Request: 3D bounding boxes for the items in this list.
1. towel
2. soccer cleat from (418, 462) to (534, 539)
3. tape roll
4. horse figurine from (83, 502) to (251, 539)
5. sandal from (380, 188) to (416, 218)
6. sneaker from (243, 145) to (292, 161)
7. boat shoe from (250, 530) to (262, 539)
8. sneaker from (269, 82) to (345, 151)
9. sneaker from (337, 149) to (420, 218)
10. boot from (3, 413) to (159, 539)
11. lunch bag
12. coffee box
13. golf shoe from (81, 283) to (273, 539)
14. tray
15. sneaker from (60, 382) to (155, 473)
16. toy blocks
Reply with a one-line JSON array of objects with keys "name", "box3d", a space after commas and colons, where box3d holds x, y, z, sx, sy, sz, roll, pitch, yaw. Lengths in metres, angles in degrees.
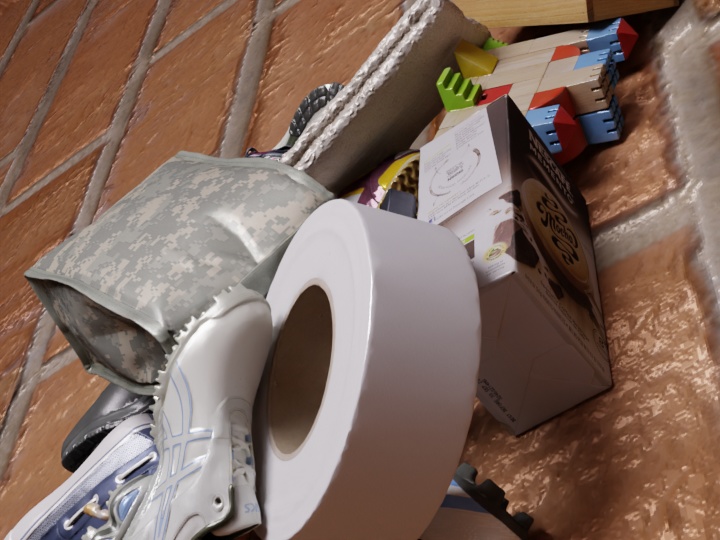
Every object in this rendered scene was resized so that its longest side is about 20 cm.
[{"name": "towel", "box3d": [0.023, -0.136, 1.116, 0.200, 0.035, 0.132, -49, -19, 13]}, {"name": "soccer cleat", "box3d": [0.024, 0.144, 0.831, 0.087, 0.070, 0.200, -49, 27, -8]}, {"name": "tape roll", "box3d": [-0.006, 0.064, 0.791, 0.202, 0.070, 0.206, -167, 90, -69]}, {"name": "horse figurine", "box3d": [-0.087, 0.131, 0.891, 0.131, 0.050, 0.200, 9, 42, 38]}, {"name": "sandal", "box3d": [0.000, -0.001, 0.985, 0.201, 0.042, 0.077, 110, 171, -59]}, {"name": "sneaker", "box3d": [-0.099, -0.069, 1.201, 0.198, 0.076, 0.081, -20, 26, -19]}, {"name": "boat shoe", "box3d": [-0.096, 0.207, 0.902, 0.199, 0.074, 0.076, -34, 29, 18]}, {"name": "sneaker", "box3d": [-0.054, -0.097, 1.302, 0.200, 0.077, 0.088, -42, -12, 23]}, {"name": "sneaker", "box3d": [-0.006, -0.020, 1.112, 0.200, 0.075, 0.090, -42, 18, -8]}, {"name": "boot", "box3d": [-0.199, 0.205, 1.000, 0.201, 0.073, 0.090, -51, 41, 5]}, {"name": "lunch bag", "box3d": [-0.114, 0.005, 0.946, 0.164, 0.119, 0.199, -41, 27, -24]}, {"name": "coffee box", "box3d": [0.099, -0.009, 0.896, 0.079, 0.113, 0.201, -30, 31, 24]}, {"name": "golf shoe", "box3d": [-0.083, 0.113, 0.798, 0.096, 0.078, 0.203, 22, 90, 33]}, {"name": "tray", "box3d": [0.164, -0.231, 1.146, 0.097, 0.038, 0.199, -15, 15, -28]}, {"name": "sneaker", "box3d": [-0.163, 0.095, 1.074, 0.199, 0.076, 0.091, -38, 40, 19]}, {"name": "toy blocks", "box3d": [0.142, -0.126, 1.039, 0.135, 0.101, 0.201, -9, 32, 29]}]
